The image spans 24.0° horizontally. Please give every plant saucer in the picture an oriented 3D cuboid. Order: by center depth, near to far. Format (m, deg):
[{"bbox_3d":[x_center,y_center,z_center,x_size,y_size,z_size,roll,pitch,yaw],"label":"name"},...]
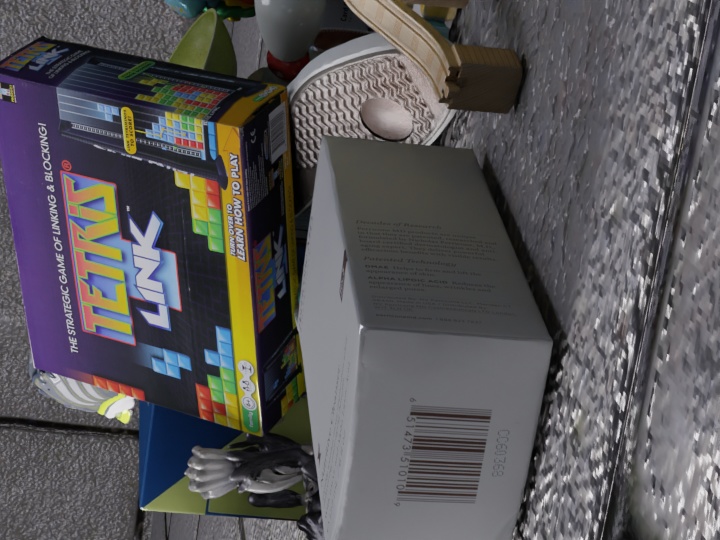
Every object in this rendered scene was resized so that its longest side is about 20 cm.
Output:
[{"bbox_3d":[-0.128,-0.073,1.096,0.201,0.031,0.201,-54,19,29],"label":"plant saucer"}]

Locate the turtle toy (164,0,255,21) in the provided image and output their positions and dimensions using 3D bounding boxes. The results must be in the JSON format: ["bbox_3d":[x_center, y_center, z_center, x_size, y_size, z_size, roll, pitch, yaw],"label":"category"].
[{"bbox_3d":[-0.075,-0.239,1.116,0.201,0.144,0.102,108,152,-47],"label":"turtle toy"}]

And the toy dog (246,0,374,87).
[{"bbox_3d":[-0.024,-0.139,1.093,0.097,0.132,0.200,-54,7,-21],"label":"toy dog"}]

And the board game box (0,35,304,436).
[{"bbox_3d":[-0.118,-0.019,0.957,0.057,0.164,0.202,-48,-37,-49],"label":"board game box"}]

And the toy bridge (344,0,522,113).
[{"bbox_3d":[0.022,-0.143,0.817,0.201,0.067,0.027,-106,25,-48],"label":"toy bridge"}]

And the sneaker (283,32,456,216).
[{"bbox_3d":[-0.003,-0.099,0.933,0.199,0.073,0.085,-24,29,52],"label":"sneaker"}]

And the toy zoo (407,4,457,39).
[{"bbox_3d":[0.040,-0.200,0.958,0.132,0.020,0.201,108,165,-50],"label":"toy zoo"}]

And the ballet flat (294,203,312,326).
[{"bbox_3d":[0.000,0.000,0.974,0.201,0.068,0.072,-91,-7,-54],"label":"ballet flat"}]

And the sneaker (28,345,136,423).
[{"bbox_3d":[-0.196,0.062,1.210,0.200,0.080,0.075,114,158,-65],"label":"sneaker"}]

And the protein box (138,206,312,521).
[{"bbox_3d":[-0.078,0.036,1.171,0.200,0.134,0.200,-108,26,-68],"label":"protein box"}]

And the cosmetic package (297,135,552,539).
[{"bbox_3d":[0.021,0.028,0.747,0.200,0.080,0.114,-107,23,-65],"label":"cosmetic package"}]

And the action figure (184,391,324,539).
[{"bbox_3d":[-0.047,0.140,0.996,0.200,0.101,0.120,-123,21,-62],"label":"action figure"}]

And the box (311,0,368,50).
[{"bbox_3d":[-0.013,-0.233,1.245,0.157,0.041,0.201,-96,16,-50],"label":"box"}]
